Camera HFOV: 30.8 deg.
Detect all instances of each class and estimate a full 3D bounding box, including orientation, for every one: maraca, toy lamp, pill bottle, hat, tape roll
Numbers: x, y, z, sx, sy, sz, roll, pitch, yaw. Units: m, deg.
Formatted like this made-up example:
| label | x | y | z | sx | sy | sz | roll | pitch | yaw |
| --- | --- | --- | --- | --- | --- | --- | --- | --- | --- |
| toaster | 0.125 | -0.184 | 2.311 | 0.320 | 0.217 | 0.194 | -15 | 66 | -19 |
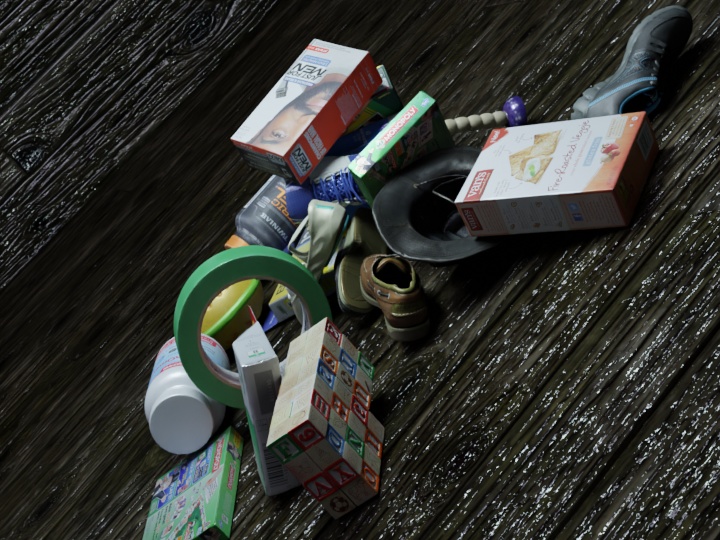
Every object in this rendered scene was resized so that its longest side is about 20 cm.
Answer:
| label | x | y | z | sx | sy | sz | roll | pitch | yaw |
| --- | --- | --- | --- | --- | --- | --- | --- | --- | --- |
| maraca | -0.221 | 0.074 | 1.934 | 0.200 | 0.107 | 0.137 | -46 | 13 | -8 |
| toy lamp | 0.124 | -0.192 | 1.745 | 0.197 | 0.059 | 0.058 | -12 | 16 | -13 |
| pill bottle | -0.231 | 0.165 | 1.746 | 0.108 | 0.109 | 0.200 | -40 | 15 | 9 |
| pill bottle | -0.127 | -0.087 | 2.077 | 0.200 | 0.106 | 0.106 | -49 | 21 | -14 |
| hat | 0.111 | -0.058 | 1.576 | 0.198 | 0.082 | 0.202 | -3 | 46 | 3 |
| tape roll | -0.135 | 0.072 | 1.643 | 0.200 | 0.201 | 0.048 | -43 | 20 | 0 |

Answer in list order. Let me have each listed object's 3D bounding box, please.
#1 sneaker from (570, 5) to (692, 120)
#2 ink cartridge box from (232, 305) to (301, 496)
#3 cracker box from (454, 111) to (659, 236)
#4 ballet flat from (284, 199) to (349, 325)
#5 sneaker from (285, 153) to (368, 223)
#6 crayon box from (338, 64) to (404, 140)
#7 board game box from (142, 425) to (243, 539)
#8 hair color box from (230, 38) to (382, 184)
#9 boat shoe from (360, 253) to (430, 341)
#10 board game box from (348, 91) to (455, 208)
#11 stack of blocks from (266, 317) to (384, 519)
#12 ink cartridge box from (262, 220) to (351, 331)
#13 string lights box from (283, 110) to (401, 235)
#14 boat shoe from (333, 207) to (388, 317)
| label | x | y | z | sx | sy | sz | roll | pitch | yaw |
| --- | --- | --- | --- | --- | --- | --- | --- | --- | --- |
| sneaker | 0.341 | -0.227 | 1.556 | 0.201 | 0.073 | 0.082 | -52 | 38 | -6 |
| ink cartridge box | -0.120 | 0.147 | 1.533 | 0.049 | 0.163 | 0.200 | -14 | 18 | -12 |
| cracker box | 0.220 | -0.107 | 1.466 | 0.198 | 0.058 | 0.135 | -4 | 41 | 36 |
| ballet flat | -0.070 | -0.011 | 1.748 | 0.070 | 0.069 | 0.202 | -75 | 4 | -56 |
| sneaker | -0.012 | -0.121 | 1.752 | 0.197 | 0.082 | 0.115 | -16 | 6 | 8 |
| crayon box | -0.020 | -0.185 | 1.913 | 0.198 | 0.173 | 0.059 | -26 | 51 | 6 |
| board game box | -0.208 | 0.290 | 1.601 | 0.134 | 0.029 | 0.201 | -36 | 21 | 17 |
| hair color box | -0.073 | -0.222 | 1.801 | 0.110 | 0.064 | 0.201 | 20 | 65 | 38 |
| boat shoe | 0.043 | 0.012 | 1.591 | 0.071 | 0.069 | 0.200 | -15 | 25 | -11 |
| board game box | 0.067 | -0.123 | 1.675 | 0.135 | 0.200 | 0.029 | -45 | 59 | -7 |
| stack of blocks | -0.031 | 0.155 | 1.411 | 0.058 | 0.115 | 0.201 | -34 | 21 | 21 |
| ink cartridge box | -0.064 | -0.017 | 1.914 | 0.199 | 0.047 | 0.199 | -26 | 27 | 34 |
| string lights box | -0.002 | -0.138 | 1.855 | 0.198 | 0.104 | 0.059 | -23 | 30 | 4 |
| boat shoe | -0.001 | -0.001 | 1.740 | 0.202 | 0.071 | 0.066 | -83 | 19 | -50 |
